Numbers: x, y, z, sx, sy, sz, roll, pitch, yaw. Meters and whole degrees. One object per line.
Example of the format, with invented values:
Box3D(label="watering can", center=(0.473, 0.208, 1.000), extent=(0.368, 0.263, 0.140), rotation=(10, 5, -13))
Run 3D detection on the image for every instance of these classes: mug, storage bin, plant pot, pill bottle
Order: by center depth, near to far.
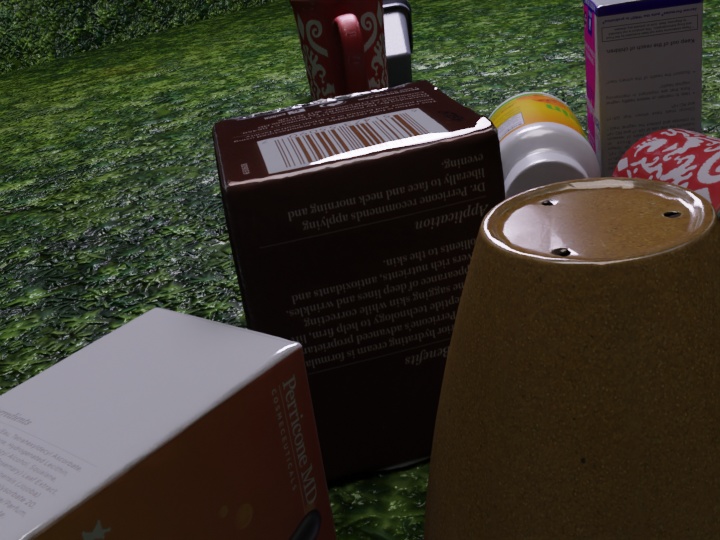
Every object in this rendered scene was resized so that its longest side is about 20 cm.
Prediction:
Box3D(label="plant pot", center=(0.104, 0.071, 0.385), extent=(0.181, 0.205, 0.187), rotation=(-8, 23, 4))
Box3D(label="mug", center=(0.253, -0.035, 0.669), extent=(0.173, 0.137, 0.201), rotation=(-8, 20, -3))
Box3D(label="pill bottle", center=(0.174, -0.097, 0.857), extent=(0.108, 0.114, 0.201), rotation=(-5, 23, 8))
Box3D(label="mug", center=(-0.028, -0.284, 1.230), extent=(0.130, 0.205, 0.178), rotation=(1, 25, 21))
Box3D(label="storage bin", center=(0.004, -0.364, 1.531), extent=(0.195, 0.147, 0.136), rotation=(-9, 50, 0))

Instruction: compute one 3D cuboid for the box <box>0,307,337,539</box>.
Box3D(label="box", center=(-0.112, 0.132, 0.384), extent=(0.105, 0.156, 0.199), rotation=(9, 29, 37))

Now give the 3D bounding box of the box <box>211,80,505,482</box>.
Box3D(label="box", center=(0.000, 0.000, 0.585), extent=(0.162, 0.205, 0.165), rotation=(-12, 23, -8))

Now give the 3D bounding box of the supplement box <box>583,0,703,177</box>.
Box3D(label="supplement box", center=(0.282, -0.175, 0.884), extent=(0.101, 0.205, 0.102), rotation=(-6, 22, 9))
